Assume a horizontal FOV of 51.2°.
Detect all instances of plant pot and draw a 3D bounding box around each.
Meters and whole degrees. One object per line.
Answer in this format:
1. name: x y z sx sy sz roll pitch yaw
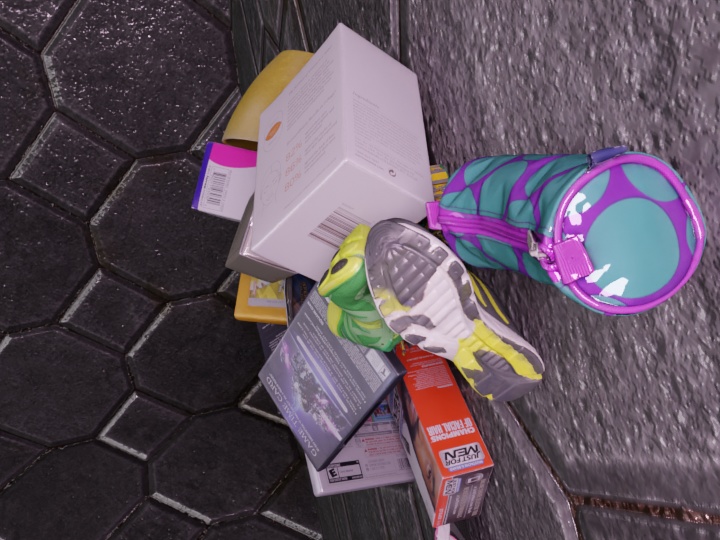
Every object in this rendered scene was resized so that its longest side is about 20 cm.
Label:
1. plant pot: -0.082 -0.225 1.065 0.200 0.199 0.143 -170 95 -78

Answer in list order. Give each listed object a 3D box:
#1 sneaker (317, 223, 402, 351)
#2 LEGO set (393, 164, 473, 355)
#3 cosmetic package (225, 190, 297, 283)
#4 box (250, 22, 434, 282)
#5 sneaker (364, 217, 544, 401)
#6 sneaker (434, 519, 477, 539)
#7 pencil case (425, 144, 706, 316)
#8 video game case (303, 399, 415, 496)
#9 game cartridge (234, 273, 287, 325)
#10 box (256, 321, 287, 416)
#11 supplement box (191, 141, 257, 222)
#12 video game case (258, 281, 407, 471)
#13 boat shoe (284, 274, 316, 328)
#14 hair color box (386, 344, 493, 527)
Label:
1. sneaker: 0.013 0.022 0.673 0.074 0.083 0.200 -60 -12 -16
2. LEGO set: 0.040 -0.004 0.780 0.154 0.115 0.201 134 124 -76
3. cosmetic package: -0.109 -0.047 0.918 0.200 0.073 0.104 170 119 -75
4. box: -0.022 -0.113 0.750 0.152 0.106 0.201 -39 39 37
5. sneaker: 0.069 0.028 0.615 0.200 0.074 0.085 47 -167 -26
6. sneaker: 0.122 0.352 0.836 0.200 0.086 0.081 -82 -5 -49
7. pencil case: 0.114 -0.031 0.466 0.200 0.092 0.086 -149 49 -76
8. video game case: 0.005 0.187 0.971 0.022 0.199 0.183 -40 57 43
9. game cartridge: -0.106 -0.003 1.172 0.199 0.032 0.177 1 79 38
10. box: -0.055 0.164 1.213 0.197 0.117 0.200 48 -166 -44
11. supplement box: -0.124 -0.110 1.088 0.103 0.199 0.102 16 -92 -75
12. video game case: -0.039 0.115 0.839 0.143 0.019 0.200 54 133 23
13. boat shoe: -0.060 0.077 0.919 0.057 0.068 0.201 102 157 -68
14. hair color box: 0.084 0.179 0.881 0.111 0.064 0.200 92 162 -44
